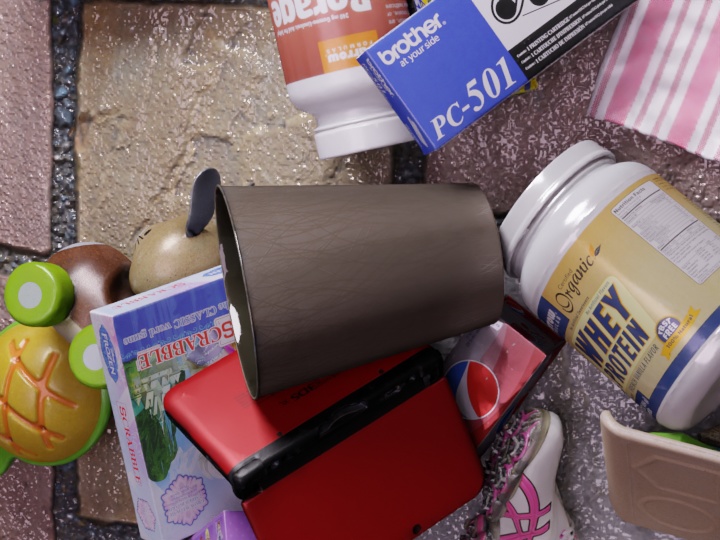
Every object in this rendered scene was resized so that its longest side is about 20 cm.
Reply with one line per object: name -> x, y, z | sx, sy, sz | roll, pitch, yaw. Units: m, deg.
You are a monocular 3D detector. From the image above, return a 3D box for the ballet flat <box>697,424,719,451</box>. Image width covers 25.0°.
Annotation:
ballet flat -> 0.364, 0.146, 1.256 | 0.200, 0.068, 0.075 | 25, 85, 11

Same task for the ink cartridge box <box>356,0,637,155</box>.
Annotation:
ink cartridge box -> 0.104, -0.184, 1.240 | 0.200, 0.044, 0.094 | -38, 95, -8

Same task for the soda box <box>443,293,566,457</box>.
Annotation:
soda box -> 0.083, 0.120, 1.357 | 0.070, 0.063, 0.200 | 39, 111, 13

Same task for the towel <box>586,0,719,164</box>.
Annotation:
towel -> 0.286, -0.154, 1.250 | 0.200, 0.030, 0.147 | 23, 105, 17

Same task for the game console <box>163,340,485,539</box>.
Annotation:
game console -> -0.028, 0.136, 1.291 | 0.172, 0.200, 0.119 | 39, 148, 38

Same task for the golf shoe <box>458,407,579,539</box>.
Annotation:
golf shoe -> 0.140, 0.196, 1.336 | 0.092, 0.073, 0.200 | 11, 123, -5

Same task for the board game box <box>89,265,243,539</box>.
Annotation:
board game box -> -0.109, 0.099, 1.348 | 0.041, 0.200, 0.200 | 11, 116, 53

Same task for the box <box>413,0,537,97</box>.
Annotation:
box -> 0.077, -0.230, 1.290 | 0.070, 0.064, 0.201 | -15, 94, -10

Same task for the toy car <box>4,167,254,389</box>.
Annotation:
toy car -> -0.173, -0.008, 1.393 | 0.158, 0.164, 0.200 | 41, 100, 15

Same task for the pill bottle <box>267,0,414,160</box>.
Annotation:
pill bottle -> -0.014, -0.196, 1.319 | 0.112, 0.112, 0.201 | -11, 94, 23

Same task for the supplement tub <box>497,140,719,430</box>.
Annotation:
supplement tub -> 0.213, 0.009, 1.237 | 0.200, 0.144, 0.145 | 42, 111, 20

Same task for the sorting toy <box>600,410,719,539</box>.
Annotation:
sorting toy -> 0.282, 0.173, 1.243 | 0.199, 0.185, 0.037 | 18, 66, 20

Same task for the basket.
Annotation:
basket -> 0.000, 0.000, 1.254 | 0.199, 0.136, 0.181 | -9, 54, -11

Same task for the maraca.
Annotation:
maraca -> -0.305, 0.117, 1.491 | 0.200, 0.107, 0.138 | -22, 84, 33

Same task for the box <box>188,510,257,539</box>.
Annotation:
box -> -0.081, 0.244, 1.357 | 0.200, 0.136, 0.039 | 135, 134, -57
